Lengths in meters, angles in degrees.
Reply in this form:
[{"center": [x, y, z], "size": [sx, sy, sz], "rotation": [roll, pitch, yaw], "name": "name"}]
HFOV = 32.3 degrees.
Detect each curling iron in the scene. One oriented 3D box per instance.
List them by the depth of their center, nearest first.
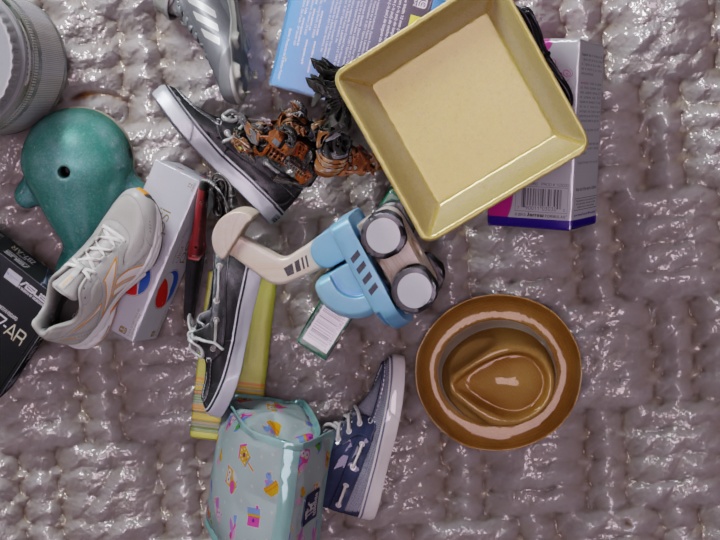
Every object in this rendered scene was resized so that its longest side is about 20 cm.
[{"center": [-0.181, -0.021, 1.422], "size": [0.049, 0.025, 0.202], "rotation": [35, 125, 22], "name": "curling iron"}]

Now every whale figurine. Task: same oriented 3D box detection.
[{"center": [-0.322, -0.082, 1.419], "size": [0.156, 0.104, 0.204], "rotation": [0, 102, 1], "name": "whale figurine"}]

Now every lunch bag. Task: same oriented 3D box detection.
[{"center": [-0.099, 0.244, 1.396], "size": [0.120, 0.200, 0.174], "rotation": [7, 97, -18], "name": "lunch bag"}]

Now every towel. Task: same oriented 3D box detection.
[{"center": [-0.151, 0.104, 1.481], "size": [0.084, 0.018, 0.204], "rotation": [7, 96, -4], "name": "towel"}]

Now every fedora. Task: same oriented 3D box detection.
[{"center": [0.161, 0.124, 1.438], "size": [0.197, 0.082, 0.205], "rotation": [0, 96, 2], "name": "fedora"}]

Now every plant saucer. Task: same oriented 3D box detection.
[{"center": [0.104, -0.165, 1.280], "size": [0.198, 0.048, 0.202], "rotation": [-30, 94, 12], "name": "plant saucer"}]

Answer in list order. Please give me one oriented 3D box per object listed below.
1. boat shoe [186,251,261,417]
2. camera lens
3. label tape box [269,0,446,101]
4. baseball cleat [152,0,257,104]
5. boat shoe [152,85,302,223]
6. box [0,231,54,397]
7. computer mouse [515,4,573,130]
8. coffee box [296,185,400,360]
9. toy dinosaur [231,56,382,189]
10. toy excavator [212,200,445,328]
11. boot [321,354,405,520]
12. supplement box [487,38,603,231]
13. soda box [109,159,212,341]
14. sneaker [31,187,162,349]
[{"center": [-0.164, 0.070, 1.416], "size": [0.067, 0.074, 0.202], "rotation": [10, 111, -16], "name": "boat shoe"}, {"center": [-0.416, -0.228, 1.356], "size": [0.157, 0.200, 0.163], "rotation": [0, 97, 1], "name": "camera lens"}, {"center": [0.008, -0.255, 1.409], "size": [0.197, 0.066, 0.146], "rotation": [14, 98, -3], "name": "label tape box"}, {"center": [-0.178, -0.278, 1.406], "size": [0.105, 0.070, 0.204], "rotation": [-9, 77, 10], "name": "baseball cleat"}, {"center": [-0.148, -0.146, 1.415], "size": [0.068, 0.074, 0.199], "rotation": [-45, 95, -1], "name": "boat shoe"}, {"center": [-0.456, 0.027, 1.451], "size": [0.199, 0.044, 0.161], "rotation": [38, 110, -3], "name": "box"}, {"center": [0.137, -0.182, 1.339], "size": [0.199, 0.046, 0.142], "rotation": [-32, 92, 32], "name": "computer mouse"}, {"center": [0.000, 0.000, 1.410], "size": [0.044, 0.123, 0.202], "rotation": [32, 95, -1], "name": "coffee box"}, {"center": [-0.037, -0.152, 1.362], "size": [0.197, 0.102, 0.138], "rotation": [2, 115, -24], "name": "toy dinosaur"}, {"center": [-0.035, -0.009, 1.309], "size": [0.198, 0.100, 0.196], "rotation": [-29, 95, 13], "name": "toy excavator"}, {"center": [-0.007, 0.191, 1.456], "size": [0.089, 0.073, 0.204], "rotation": [12, 98, -5], "name": "boot"}, {"center": [0.206, -0.152, 1.380], "size": [0.100, 0.103, 0.204], "rotation": [6, 99, 26], "name": "supplement box"}, {"center": [-0.236, -0.022, 1.436], "size": [0.063, 0.068, 0.203], "rotation": [25, 97, 13], "name": "soda box"}, {"center": [-0.290, 0.000, 1.367], "size": [0.075, 0.092, 0.202], "rotation": [32, 100, 21], "name": "sneaker"}]
